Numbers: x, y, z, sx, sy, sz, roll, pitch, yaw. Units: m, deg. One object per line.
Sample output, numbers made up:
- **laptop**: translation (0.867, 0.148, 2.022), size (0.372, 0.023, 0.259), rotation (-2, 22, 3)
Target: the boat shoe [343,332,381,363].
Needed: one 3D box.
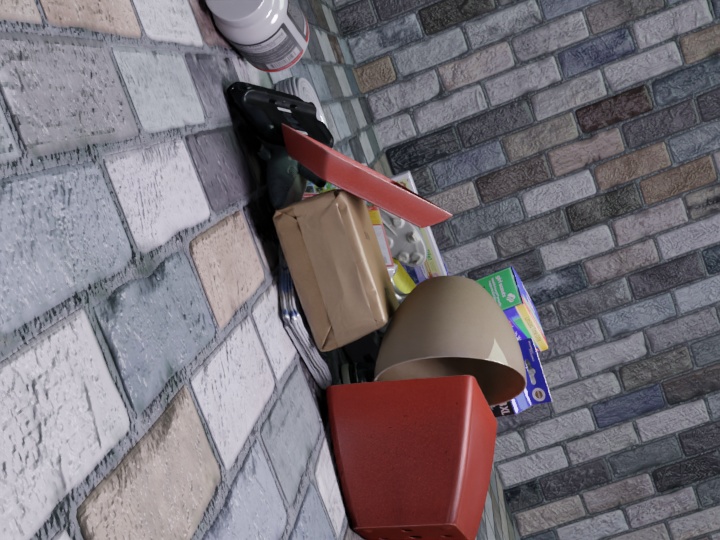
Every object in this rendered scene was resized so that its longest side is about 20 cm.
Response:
- **boat shoe**: translation (0.025, 0.156, 1.600), size (0.202, 0.070, 0.070), rotation (62, 14, -18)

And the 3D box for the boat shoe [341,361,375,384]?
- **boat shoe**: translation (0.034, 0.218, 1.510), size (0.075, 0.065, 0.202), rotation (-89, 158, -65)

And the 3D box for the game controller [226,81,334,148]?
- **game controller**: translation (-0.109, -0.214, 1.400), size (0.199, 0.042, 0.105), rotation (-2, 60, -61)

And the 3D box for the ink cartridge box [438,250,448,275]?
- **ink cartridge box**: translation (0.095, 0.048, 1.800), size (0.076, 0.198, 0.139), rotation (0, 68, -54)

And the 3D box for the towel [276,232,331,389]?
- **towel**: translation (-0.075, 0.046, 1.332), size (0.202, 0.023, 0.148), rotation (-99, 168, -50)

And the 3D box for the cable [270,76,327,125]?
- **cable**: translation (-0.093, -0.221, 1.637), size (0.200, 0.068, 0.203), rotation (5, 67, -81)

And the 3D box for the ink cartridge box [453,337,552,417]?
- **ink cartridge box**: translation (0.164, 0.161, 1.391), size (0.037, 0.197, 0.096), rotation (-26, 99, -57)

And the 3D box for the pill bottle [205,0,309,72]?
- **pill bottle**: translation (-0.151, -0.376, 1.446), size (0.200, 0.114, 0.118), rotation (34, 37, -76)

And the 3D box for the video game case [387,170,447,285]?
- **video game case**: translation (0.034, -0.049, 1.705), size (0.022, 0.179, 0.203), rotation (-82, 151, -70)

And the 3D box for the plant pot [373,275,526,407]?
- **plant pot**: translation (0.116, 0.087, 1.291), size (0.201, 0.197, 0.137), rotation (56, 32, -59)

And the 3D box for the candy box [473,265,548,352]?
- **candy box**: translation (0.169, 0.093, 1.497), size (0.169, 0.197, 0.078), rotation (49, 21, -54)

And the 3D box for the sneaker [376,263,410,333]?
- **sneaker**: translation (0.000, 0.000, 1.543), size (0.200, 0.100, 0.075), rotation (45, 13, -2)

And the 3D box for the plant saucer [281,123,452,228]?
- **plant saucer**: translation (-0.002, -0.119, 1.287), size (0.197, 0.037, 0.200), rotation (25, 8, -26)

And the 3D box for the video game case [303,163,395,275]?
- **video game case**: translation (-0.035, -0.079, 1.508), size (0.018, 0.140, 0.203), rotation (117, -34, -54)

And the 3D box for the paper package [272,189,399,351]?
- **paper package**: translation (-0.028, -0.006, 1.325), size (0.200, 0.102, 0.194), rotation (-36, 107, -83)

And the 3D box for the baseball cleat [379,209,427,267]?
- **baseball cleat**: translation (0.041, -0.092, 1.612), size (0.200, 0.070, 0.106), rotation (46, 21, 1)

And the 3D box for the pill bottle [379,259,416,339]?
- **pill bottle**: translation (0.019, 0.016, 1.648), size (0.201, 0.111, 0.113), rotation (53, 15, -23)

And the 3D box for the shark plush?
- **shark plush**: translation (-0.117, -0.172, 1.411), size (0.083, 0.090, 0.204), rotation (7, 65, -47)

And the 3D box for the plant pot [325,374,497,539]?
- **plant pot**: translation (0.071, 0.261, 1.291), size (0.200, 0.196, 0.179), rotation (57, 30, -58)
